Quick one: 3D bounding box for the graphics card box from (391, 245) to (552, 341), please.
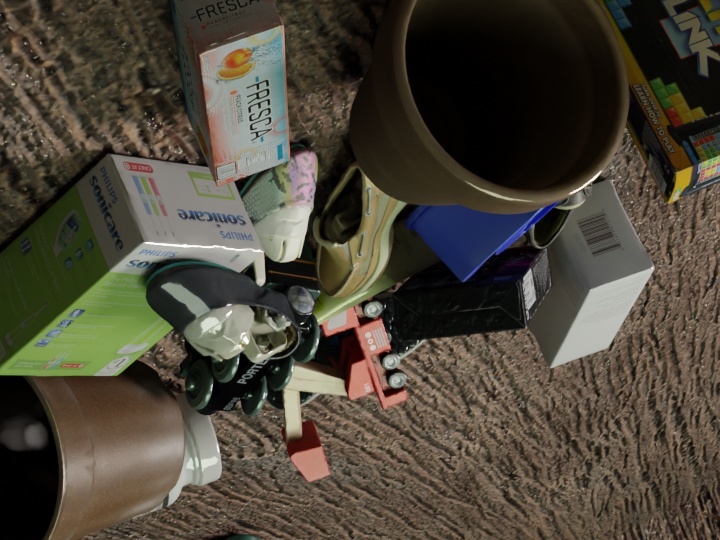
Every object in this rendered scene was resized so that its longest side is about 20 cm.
[{"bbox_3d":[0.110,0.019,1.747,0.124,0.052,0.200,-6,-170,15],"label":"graphics card box"}]

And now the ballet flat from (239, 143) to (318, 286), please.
[{"bbox_3d":[-0.091,-0.025,1.558,0.069,0.072,0.200,1,147,-46],"label":"ballet flat"}]

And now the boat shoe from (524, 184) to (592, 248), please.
[{"bbox_3d":[0.191,-0.088,1.716,0.071,0.067,0.201,-18,158,-21],"label":"boat shoe"}]

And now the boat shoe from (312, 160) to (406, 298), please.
[{"bbox_3d":[-0.013,-0.041,1.601,0.076,0.072,0.201,-25,151,-34],"label":"boat shoe"}]

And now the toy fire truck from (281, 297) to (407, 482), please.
[{"bbox_3d":[-0.028,0.105,1.828,0.140,0.049,0.201,-21,123,-2],"label":"toy fire truck"}]

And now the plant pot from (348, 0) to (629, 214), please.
[{"bbox_3d":[0.077,-0.127,1.385,0.198,0.203,0.174,-13,174,-27],"label":"plant pot"}]

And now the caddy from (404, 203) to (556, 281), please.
[{"bbox_3d":[0.122,-0.085,1.607,0.200,0.105,0.141,-44,175,40],"label":"caddy"}]

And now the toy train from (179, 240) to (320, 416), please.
[{"bbox_3d":[-0.102,0.052,1.662,0.084,0.115,0.200,10,144,-29],"label":"toy train"}]

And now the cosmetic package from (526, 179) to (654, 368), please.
[{"bbox_3d":[0.228,0.007,1.915,0.080,0.114,0.200,-18,159,-14],"label":"cosmetic package"}]

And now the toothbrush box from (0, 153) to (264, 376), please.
[{"bbox_3d":[-0.201,0.001,1.479,0.199,0.087,0.145,-37,156,31],"label":"toothbrush box"}]

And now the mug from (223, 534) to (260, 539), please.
[{"bbox_3d":[-0.156,0.418,2.429,0.114,0.186,0.153,-28,134,2],"label":"mug"}]

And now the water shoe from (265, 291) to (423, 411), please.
[{"bbox_3d":[-0.016,0.076,1.901,0.198,0.072,0.079,-26,-175,2],"label":"water shoe"}]

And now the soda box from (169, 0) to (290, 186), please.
[{"bbox_3d":[-0.091,-0.139,1.298,0.063,0.069,0.200,-20,159,-10],"label":"soda box"}]

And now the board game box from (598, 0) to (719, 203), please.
[{"bbox_3d":[0.271,-0.173,1.426,0.164,0.201,0.057,-22,157,-8],"label":"board game box"}]

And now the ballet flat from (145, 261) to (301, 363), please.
[{"bbox_3d":[-0.102,0.040,1.474,0.073,0.074,0.200,-31,161,16],"label":"ballet flat"}]

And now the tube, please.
[{"bbox_3d":[0.000,0.000,1.717,0.198,0.052,0.058,-25,-166,-8],"label":"tube"}]

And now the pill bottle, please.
[{"bbox_3d":[-0.248,0.195,1.837,0.198,0.117,0.117,-17,158,-19],"label":"pill bottle"}]

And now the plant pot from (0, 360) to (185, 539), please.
[{"bbox_3d":[-0.274,0.163,1.650,0.200,0.202,0.197,-37,162,30],"label":"plant pot"}]
